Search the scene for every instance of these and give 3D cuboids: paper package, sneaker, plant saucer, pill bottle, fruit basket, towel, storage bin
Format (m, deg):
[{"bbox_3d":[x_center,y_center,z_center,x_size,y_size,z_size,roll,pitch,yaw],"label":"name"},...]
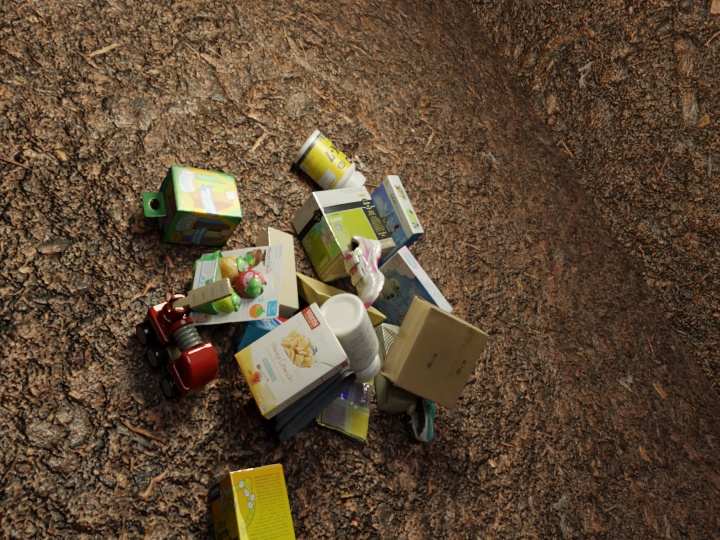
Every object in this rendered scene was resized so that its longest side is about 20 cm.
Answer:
[{"bbox_3d":[0.173,0.195,1.336,0.187,0.103,0.205,26,91,-20],"label":"paper package"},{"bbox_3d":[0.000,0.000,1.345,0.086,0.082,0.204,22,42,-26],"label":"sneaker"},{"bbox_3d":[-0.060,0.078,1.377,0.195,0.050,0.199,21,4,-26],"label":"plant saucer"},{"bbox_3d":[-0.086,-0.293,1.634,0.199,0.114,0.116,40,43,-10],"label":"pill bottle"},{"bbox_3d":[-0.019,0.159,1.276,0.203,0.110,0.117,68,23,-44],"label":"pill bottle"},{"bbox_3d":[-0.263,0.025,1.209,0.095,0.193,0.190,66,19,-52],"label":"fruit basket"},{"bbox_3d":[-0.031,0.292,1.332,0.141,0.023,0.204,30,46,-19],"label":"towel"},{"bbox_3d":[0.152,0.331,1.438,0.079,0.076,0.206,34,46,-42],"label":"sneaker"},{"bbox_3d":[-0.122,0.233,1.195,0.198,0.146,0.135,-38,73,-10],"label":"storage bin"}]

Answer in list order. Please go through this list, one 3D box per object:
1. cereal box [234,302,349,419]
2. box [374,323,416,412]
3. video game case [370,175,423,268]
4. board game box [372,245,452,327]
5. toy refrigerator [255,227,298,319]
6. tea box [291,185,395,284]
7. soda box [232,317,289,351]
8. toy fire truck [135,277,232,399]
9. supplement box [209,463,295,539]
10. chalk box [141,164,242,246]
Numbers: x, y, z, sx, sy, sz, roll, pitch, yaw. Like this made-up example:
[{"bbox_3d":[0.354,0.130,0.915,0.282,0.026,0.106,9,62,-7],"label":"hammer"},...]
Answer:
[{"bbox_3d":[-0.136,0.177,1.133,0.197,0.040,0.145,-33,62,-6],"label":"cereal box"},{"bbox_3d":[0.078,0.243,1.424,0.080,0.068,0.206,13,53,-32],"label":"box"},{"bbox_3d":[0.071,-0.128,1.583,0.044,0.200,0.186,-6,63,-38],"label":"video game case"},{"bbox_3d":[0.110,0.076,1.473,0.202,0.199,0.043,52,43,5],"label":"board game box"},{"bbox_3d":[-0.203,0.008,1.357,0.074,0.069,0.206,17,51,-38],"label":"toy refrigerator"},{"bbox_3d":[-0.044,-0.099,1.515,0.196,0.133,0.201,-14,69,-44],"label":"tea box"},{"bbox_3d":[-0.177,0.150,1.260,0.195,0.069,0.064,16,21,-32],"label":"soda box"},{"bbox_3d":[-0.316,0.118,1.082,0.127,0.200,0.179,-20,73,-45],"label":"toy fire truck"},{"bbox_3d":[-0.189,0.468,1.009,0.107,0.109,0.206,4,58,-37],"label":"supplement box"},{"bbox_3d":[-0.382,-0.143,1.269,0.195,0.124,0.128,3,58,-38],"label":"chalk box"}]
